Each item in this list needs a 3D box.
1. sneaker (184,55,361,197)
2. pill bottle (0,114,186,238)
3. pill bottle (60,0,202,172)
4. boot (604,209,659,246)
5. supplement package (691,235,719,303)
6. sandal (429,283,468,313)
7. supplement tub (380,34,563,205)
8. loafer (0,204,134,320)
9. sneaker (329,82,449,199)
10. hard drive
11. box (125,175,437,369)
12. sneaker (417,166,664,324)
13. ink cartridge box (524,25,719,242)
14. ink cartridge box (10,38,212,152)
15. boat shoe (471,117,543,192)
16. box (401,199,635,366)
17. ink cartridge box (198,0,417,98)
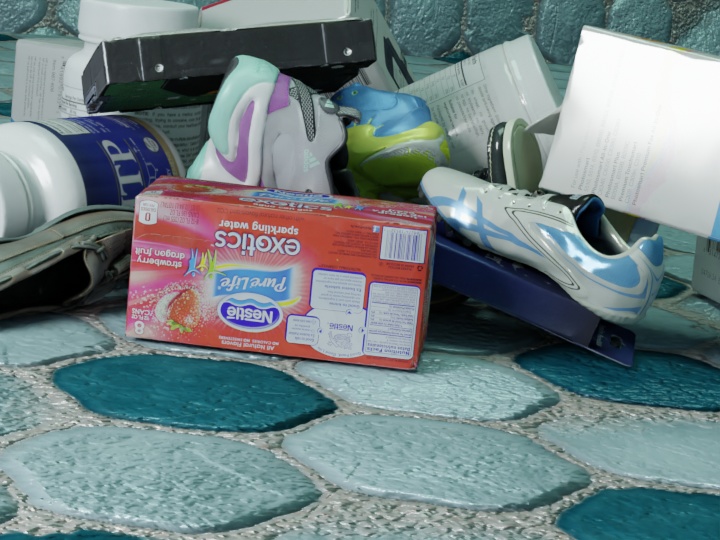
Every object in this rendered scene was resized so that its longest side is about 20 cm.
[{"bbox_3d":[-0.058,-0.047,1.416,0.140,0.200,0.078,22,42,-5],"label":"sneaker"},{"bbox_3d":[-0.229,-0.051,1.451,0.120,0.120,0.200,12,13,29],"label":"pill bottle"},{"bbox_3d":[-0.186,-0.117,1.601,0.113,0.200,0.113,6,11,-1],"label":"pill bottle"},{"bbox_3d":[0.225,-0.033,1.766,0.097,0.075,0.200,21,22,15],"label":"boot"},{"bbox_3d":[0.391,-0.022,1.632,0.200,0.118,0.117,3,11,-13],"label":"supplement package"},{"bbox_3d":[0.000,0.000,1.477,0.200,0.055,0.082,1,12,-21],"label":"sandal"},{"bbox_3d":[0.072,-0.094,1.607,0.200,0.132,0.132,-23,7,10],"label":"supplement tub"},{"bbox_3d":[-0.211,0.006,1.349,0.200,0.072,0.063,-13,41,-41],"label":"loafer"},{"bbox_3d":[-0.028,-0.085,1.529,0.200,0.076,0.105,-10,42,9],"label":"sneaker"},{"bbox_3d":[-0.100,-0.151,1.465,0.200,0.038,0.140,-8,-3,-14],"label":"hard drive"},{"bbox_3d":[-0.052,0.000,1.335,0.200,0.100,0.095,6,11,3],"label":"box"},{"bbox_3d":[0.127,-0.032,1.379,0.200,0.073,0.072,29,16,32],"label":"sneaker"},{"bbox_3d":[0.233,-0.099,1.449,0.200,0.125,0.129,19,9,25],"label":"ink cartridge box"},{"bbox_3d":[-0.207,-0.124,1.768,0.200,0.145,0.084,11,12,21],"label":"ink cartridge box"},{"bbox_3d":[0.108,-0.046,1.520,0.066,0.075,0.199,5,-28,18],"label":"boat shoe"},{"bbox_3d":[0.110,0.007,1.427,0.200,0.032,0.121,24,13,4],"label":"box"},{"bbox_3d":[-0.034,-0.149,1.694,0.145,0.200,0.084,-16,43,17],"label":"ink cartridge box"}]
